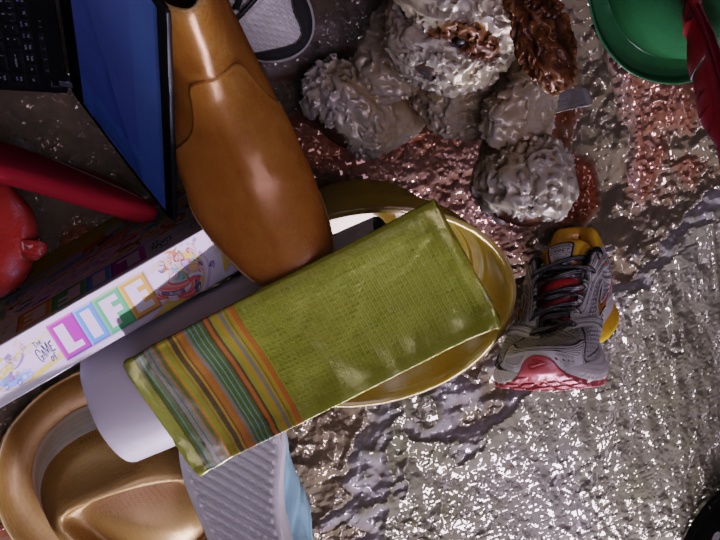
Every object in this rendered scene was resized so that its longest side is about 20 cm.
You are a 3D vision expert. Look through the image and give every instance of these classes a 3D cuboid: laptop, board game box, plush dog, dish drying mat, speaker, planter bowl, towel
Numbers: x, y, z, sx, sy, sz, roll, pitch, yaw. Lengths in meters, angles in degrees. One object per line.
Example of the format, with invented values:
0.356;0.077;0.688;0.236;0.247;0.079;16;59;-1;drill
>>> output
-0.196;-0.120;0.642;0.197;0.105;0.178;2;147;-6;laptop
-0.161;0.007;0.748;0.198;0.134;0.035;-30;111;-5;board game box
0.067;-0.144;0.736;0.161;0.198;0.172;-57;162;-17;plush dog
-0.218;-0.066;0.704;0.199;0.077;0.018;19;98;-41;dish drying mat
-0.064;0.043;0.712;0.198;0.082;0.082;-23;117;11;speaker
0.000;0.000;0.808;0.197;0.084;0.202;-5;139;-5;planter bowl
-0.027;0.041;0.657;0.198;0.018;0.087;-27;117;13;towel

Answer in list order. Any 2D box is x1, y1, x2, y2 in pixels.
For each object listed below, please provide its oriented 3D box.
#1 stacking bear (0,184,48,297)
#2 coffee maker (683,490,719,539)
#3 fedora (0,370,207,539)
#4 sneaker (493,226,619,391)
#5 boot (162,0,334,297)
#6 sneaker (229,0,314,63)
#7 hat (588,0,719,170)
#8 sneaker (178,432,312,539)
-0.289;-0.029;0.710;0.198;0.121;0.116;8;76;-33;stacking bear
0.393;0.287;1.009;0.197;0.135;0.195;13;63;-21;coffee maker
-0.155;0.160;0.839;0.198;0.082;0.203;-6;112;-15;fedora
0.134;0.025;0.832;0.077;0.200;0.083;-3;108;17;sneaker
-0.077;-0.092;0.632;0.070;0.203;0.144;-26;161;-8;boot
-0.102;-0.189;0.716;0.199;0.088;0.076;37;95;-28;sneaker
0.256;-0.178;0.781;0.163;0.176;0.203;-16;115;-11;hat
-0.074;0.140;0.805;0.073;0.082;0.203;-5;99;7;sneaker
